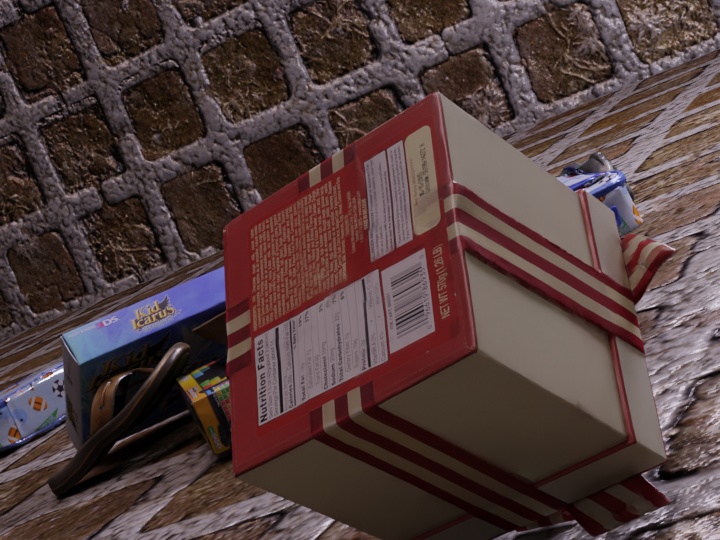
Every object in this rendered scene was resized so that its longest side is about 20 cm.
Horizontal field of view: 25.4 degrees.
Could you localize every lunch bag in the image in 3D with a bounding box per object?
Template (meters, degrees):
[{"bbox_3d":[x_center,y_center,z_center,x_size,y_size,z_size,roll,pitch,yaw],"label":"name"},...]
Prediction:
[{"bbox_3d":[-0.462,0.189,2.161,0.200,0.076,0.160,-28,5,-39],"label":"lunch bag"},{"bbox_3d":[0.186,-0.043,1.651,0.199,0.076,0.160,-27,9,-15],"label":"lunch bag"}]

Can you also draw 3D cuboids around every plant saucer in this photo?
[{"bbox_3d":[-0.069,0.024,1.558,0.200,0.037,0.200,-29,0,0],"label":"plant saucer"}]

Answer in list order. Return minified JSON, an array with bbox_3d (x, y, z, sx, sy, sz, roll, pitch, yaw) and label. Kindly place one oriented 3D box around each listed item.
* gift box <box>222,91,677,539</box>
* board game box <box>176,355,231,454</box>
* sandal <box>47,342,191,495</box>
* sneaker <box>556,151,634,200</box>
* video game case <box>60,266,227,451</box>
[{"bbox_3d":[0.058,0.041,0.840,0.200,0.185,0.186,-25,-38,33],"label":"gift box"},{"bbox_3d":[-0.084,0.102,1.521,0.165,0.057,0.200,-26,7,-9],"label":"board game box"},{"bbox_3d":[-0.249,0.141,1.606,0.200,0.055,0.082,-45,-3,9],"label":"sandal"},{"bbox_3d":[0.259,-0.083,1.867,0.079,0.076,0.200,-38,2,-8],"label":"sneaker"},{"bbox_3d":[-0.214,0.097,1.686,0.199,0.046,0.182,-24,-31,-23],"label":"video game case"}]
